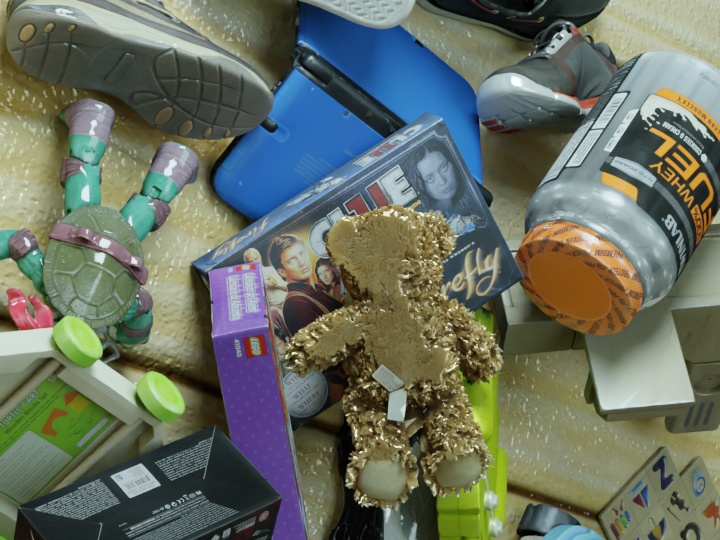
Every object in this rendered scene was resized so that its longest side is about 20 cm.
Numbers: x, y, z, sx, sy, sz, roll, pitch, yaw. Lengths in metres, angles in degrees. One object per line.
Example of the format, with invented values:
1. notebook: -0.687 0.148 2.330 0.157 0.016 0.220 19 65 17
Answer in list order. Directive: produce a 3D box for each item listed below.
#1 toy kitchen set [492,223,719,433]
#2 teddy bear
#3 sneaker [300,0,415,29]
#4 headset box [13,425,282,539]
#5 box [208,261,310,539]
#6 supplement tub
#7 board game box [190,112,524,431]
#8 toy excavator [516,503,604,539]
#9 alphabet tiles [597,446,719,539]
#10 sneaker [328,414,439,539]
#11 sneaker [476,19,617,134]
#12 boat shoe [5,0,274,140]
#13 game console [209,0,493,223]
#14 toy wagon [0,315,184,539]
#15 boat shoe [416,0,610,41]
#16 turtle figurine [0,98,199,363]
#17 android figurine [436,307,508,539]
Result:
1. toy kitchen set: 0.203 0.085 1.514 0.198 0.181 0.164 -4 53 -7
2. teddy bear: 0.025 0.060 1.304 0.144 0.067 0.201 -26 86 -4
3. sneaker: -0.049 -0.238 1.352 0.199 0.074 0.118 25 29 -3
4. headset box: -0.142 0.211 1.200 0.148 0.075 0.201 -20 139 -38
5. box: -0.063 0.110 1.269 0.039 0.137 0.202 -10 108 -3
6. supplement tub: 0.200 -0.056 1.430 0.123 0.122 0.201 52 56 -26
7. board game box: 0.000 0.000 1.358 0.199 0.035 0.136 -33 110 -10
8. toy excavator: 0.223 0.268 1.479 0.194 0.199 0.100 41 64 -31
9. alphabet tiles: 0.267 0.259 1.644 0.166 0.006 0.201 -40 113 -35
10. sneaker: 0.028 0.159 1.408 0.079 0.074 0.202 15 84 -45
11. sneaker: 0.144 -0.153 1.511 0.199 0.076 0.083 -2 81 -60
12. boat shoe: -0.139 -0.149 1.266 0.199 0.074 0.074 22 43 -38
13. game console: -0.007 -0.098 1.420 0.199 0.118 0.171 35 97 -33
14. toy wagon: -0.209 0.091 1.168 0.155 0.040 0.200 -42 124 15
15. boat shoe: 0.130 -0.223 1.517 0.200 0.063 0.074 1 85 -42
16. turtle figurine: -0.175 -0.002 1.225 0.149 0.100 0.201 37 59 -33
17. android figurine: 0.082 0.134 1.408 0.183 0.041 0.202 77 14 -56
